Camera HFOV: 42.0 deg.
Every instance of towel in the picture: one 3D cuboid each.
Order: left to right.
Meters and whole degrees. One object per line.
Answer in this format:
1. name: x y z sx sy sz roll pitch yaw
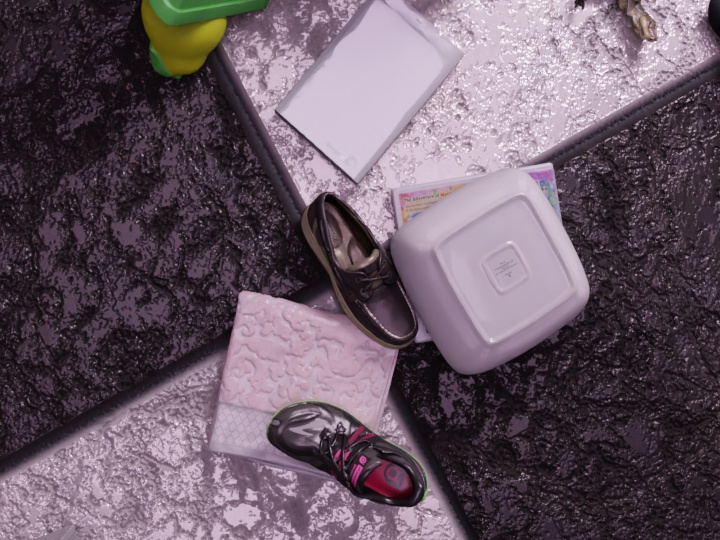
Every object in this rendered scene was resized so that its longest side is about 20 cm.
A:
1. towel: -0.067 0.139 1.097 0.196 0.032 0.194 14 88 -4

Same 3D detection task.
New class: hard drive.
1. hard drive: 0.011 -0.221 1.111 0.131 0.026 0.201 40 87 -2

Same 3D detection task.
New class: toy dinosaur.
1. toy dinosaur: 0.296 -0.361 1.120 0.087 0.047 0.204 -14 89 -18

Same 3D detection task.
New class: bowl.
1. bowl: 0.155 -0.001 1.060 0.198 0.075 0.202 -30 92 -10

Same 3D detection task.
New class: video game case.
1. video game case: 0.146 -0.021 1.116 0.196 0.024 0.186 -9 89 -2

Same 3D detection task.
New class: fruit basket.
1. fruit basket: -0.191 -0.323 1.043 0.214 0.216 0.157 -33 91 -3

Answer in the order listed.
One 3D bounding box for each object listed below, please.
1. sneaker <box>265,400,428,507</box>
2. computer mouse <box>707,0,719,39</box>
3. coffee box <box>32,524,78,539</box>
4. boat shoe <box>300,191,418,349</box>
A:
1. sneaker: -0.010 0.204 1.043 0.197 0.084 0.078 23 88 -4
2. computer mouse: 0.483 -0.253 1.138 0.058 0.034 0.201 -37 96 -22
3. coffee box: -0.383 0.423 0.990 0.195 0.200 0.203 -20 91 -3
4. boat shoe: 0.000 0.000 1.073 0.073 0.065 0.201 -36 85 -20
